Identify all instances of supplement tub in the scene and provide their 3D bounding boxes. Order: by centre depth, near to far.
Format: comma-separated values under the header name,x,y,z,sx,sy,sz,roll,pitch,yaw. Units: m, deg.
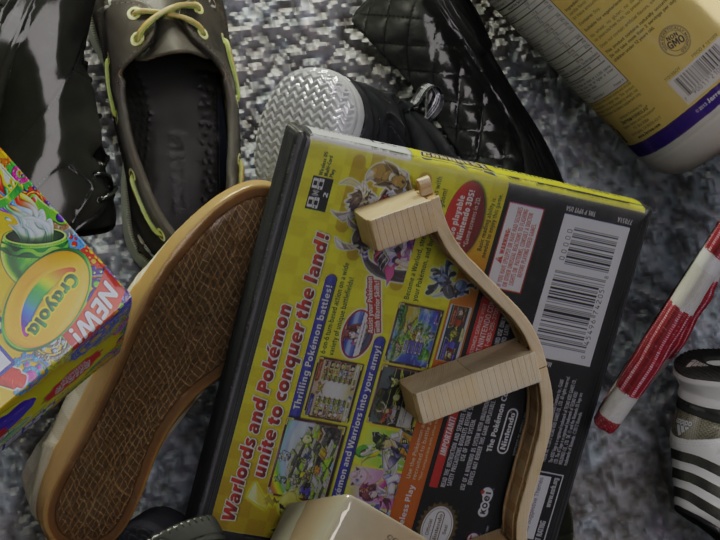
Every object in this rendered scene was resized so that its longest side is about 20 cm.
name,x,y,z,sx,sy,sz,roll,pitch,yaw
supplement tub,0.139,-0.164,1.273,0.200,0.145,0.145,46,72,-5

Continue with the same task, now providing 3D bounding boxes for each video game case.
name,x,y,z,sx,sy,sz,roll,pitch,yaw
video game case,0.027,0.045,1.182,0.181,0.026,0.200,12,101,-18

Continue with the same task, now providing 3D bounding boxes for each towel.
name,x,y,z,sx,sy,sz,roll,pitch,yaw
towel,0.182,-0.014,1.226,0.023,0.144,0.200,33,104,7

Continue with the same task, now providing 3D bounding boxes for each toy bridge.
name,x,y,z,sx,sy,sz,roll,pitch,yaw
toy bridge,0.052,0.050,1.162,0.067,0.027,0.200,-18,109,-13

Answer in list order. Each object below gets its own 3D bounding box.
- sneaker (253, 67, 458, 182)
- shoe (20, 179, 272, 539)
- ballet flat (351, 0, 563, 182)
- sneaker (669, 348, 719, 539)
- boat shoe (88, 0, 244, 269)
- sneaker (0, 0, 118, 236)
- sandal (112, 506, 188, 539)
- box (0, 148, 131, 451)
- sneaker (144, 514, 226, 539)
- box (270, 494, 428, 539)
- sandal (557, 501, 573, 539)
name,x,y,z,sx,sy,sz,roll,pitch,yaw
sneaker,0.000,0.000,1.238,0.114,0.075,0.200,-3,106,-44
shoe,-0.099,0.039,1.185,0.070,0.053,0.200,33,92,-31
ballet flat,0.062,-0.061,1.290,0.057,0.066,0.200,-26,88,22
sneaker,0.245,0.102,1.315,0.200,0.076,0.115,1,102,-25
boat shoe,-0.093,-0.098,1.235,0.072,0.061,0.201,-7,83,-18
sneaker,-0.153,-0.060,1.201,0.091,0.076,0.200,18,85,-3
sandal,-0.048,0.199,1.199,0.043,0.076,0.200,-29,91,-46
box,-0.235,0.017,1.062,0.200,0.122,0.193,-42,86,-15
sneaker,-0.121,0.194,1.097,0.200,0.060,0.104,-27,83,-34
box,-0.026,0.210,1.116,0.095,0.078,0.200,31,71,-16
sandal,0.054,0.069,1.243,0.080,0.057,0.201,-15,113,-12
